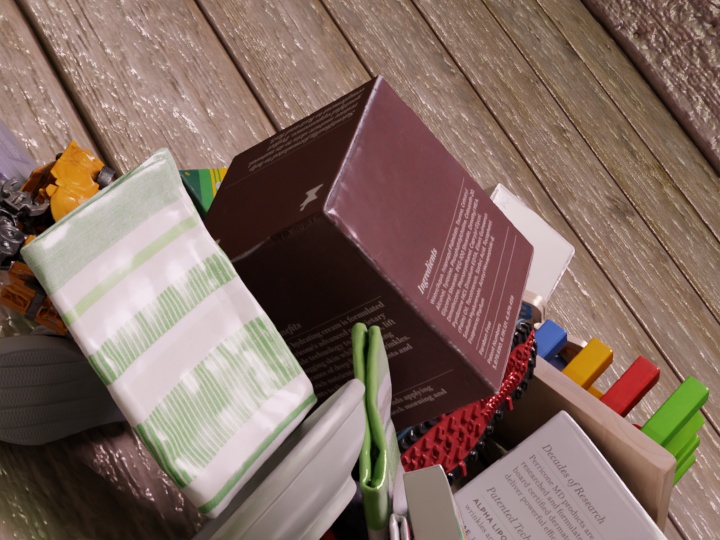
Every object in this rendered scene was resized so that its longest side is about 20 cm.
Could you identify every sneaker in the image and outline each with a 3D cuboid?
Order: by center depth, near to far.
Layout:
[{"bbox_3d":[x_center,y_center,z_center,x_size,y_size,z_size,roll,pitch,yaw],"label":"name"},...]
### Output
[{"bbox_3d":[-0.201,0.068,1.032,0.071,0.073,0.200,27,12,34],"label":"sneaker"},{"bbox_3d":[0.062,0.108,1.287,0.200,0.095,0.079,-41,129,-40],"label":"sneaker"}]

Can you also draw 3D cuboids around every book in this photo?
[{"bbox_3d":[0.058,0.207,1.057,0.200,0.048,0.134,68,10,-77],"label":"book"}]

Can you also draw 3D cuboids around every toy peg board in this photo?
[{"bbox_3d":[0.217,0.131,1.414,0.199,0.098,0.200,37,-22,25],"label":"toy peg board"}]

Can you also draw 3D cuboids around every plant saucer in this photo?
[{"bbox_3d":[-0.055,0.153,0.952,0.050,0.200,0.200,44,22,1],"label":"plant saucer"}]

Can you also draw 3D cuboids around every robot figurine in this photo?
[{"bbox_3d":[-0.179,-0.014,1.045,0.145,0.058,0.200,29,25,-9],"label":"robot figurine"}]

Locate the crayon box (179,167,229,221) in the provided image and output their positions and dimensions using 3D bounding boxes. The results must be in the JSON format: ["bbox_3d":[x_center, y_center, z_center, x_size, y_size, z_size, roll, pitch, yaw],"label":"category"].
[{"bbox_3d":[-0.069,-0.003,1.328,0.126,0.052,0.200,-7,52,-45],"label":"crayon box"}]

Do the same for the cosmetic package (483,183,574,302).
[{"bbox_3d":[0.097,-0.006,1.492,0.105,0.200,0.071,39,64,-16],"label":"cosmetic package"}]

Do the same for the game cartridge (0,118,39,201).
[{"bbox_3d":[-0.299,-0.114,1.142,0.200,0.038,0.130,50,1,9],"label":"game cartridge"}]

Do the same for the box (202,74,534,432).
[{"bbox_3d":[0.000,0.000,1.182,0.200,0.166,0.164,46,40,-24],"label":"box"}]

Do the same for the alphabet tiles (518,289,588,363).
[{"bbox_3d":[0.129,0.061,1.479,0.195,0.015,0.200,22,-26,18],"label":"alphabet tiles"}]

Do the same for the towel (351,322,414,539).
[{"bbox_3d":[0.020,0.153,1.073,0.200,0.031,0.149,81,3,-46],"label":"towel"}]

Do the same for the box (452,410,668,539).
[{"bbox_3d":[0.174,0.233,1.239,0.200,0.131,0.199,53,1,14],"label":"box"}]

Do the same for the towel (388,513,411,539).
[{"bbox_3d":[0.041,0.269,0.991,0.144,0.023,0.200,-96,179,-47],"label":"towel"}]

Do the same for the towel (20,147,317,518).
[{"bbox_3d":[-0.111,0.037,0.977,0.200,0.023,0.153,60,36,-13],"label":"towel"}]

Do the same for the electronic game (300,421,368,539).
[{"bbox_3d":[0.011,0.196,1.207,0.200,0.042,0.200,38,24,-21],"label":"electronic game"}]
